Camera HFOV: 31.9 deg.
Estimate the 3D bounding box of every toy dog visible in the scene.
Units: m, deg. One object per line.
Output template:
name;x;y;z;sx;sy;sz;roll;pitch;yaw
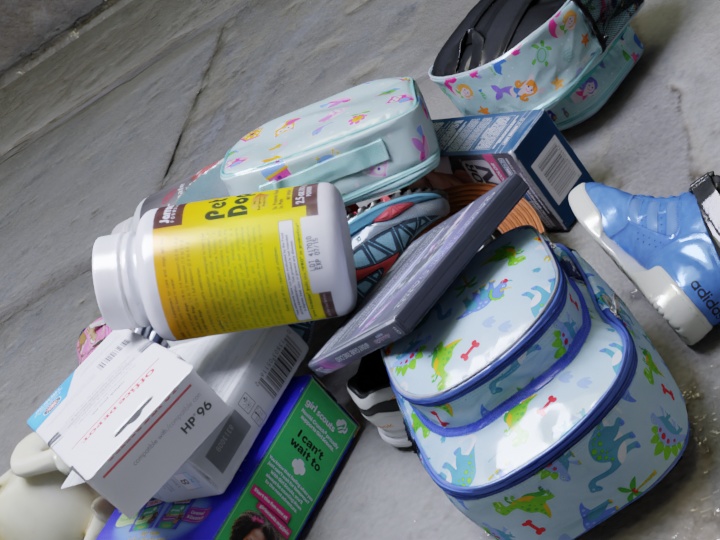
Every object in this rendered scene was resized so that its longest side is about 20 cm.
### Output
toy dog;-0.272;0.208;1.197;0.200;0.140;0.194;-43;-2;-10

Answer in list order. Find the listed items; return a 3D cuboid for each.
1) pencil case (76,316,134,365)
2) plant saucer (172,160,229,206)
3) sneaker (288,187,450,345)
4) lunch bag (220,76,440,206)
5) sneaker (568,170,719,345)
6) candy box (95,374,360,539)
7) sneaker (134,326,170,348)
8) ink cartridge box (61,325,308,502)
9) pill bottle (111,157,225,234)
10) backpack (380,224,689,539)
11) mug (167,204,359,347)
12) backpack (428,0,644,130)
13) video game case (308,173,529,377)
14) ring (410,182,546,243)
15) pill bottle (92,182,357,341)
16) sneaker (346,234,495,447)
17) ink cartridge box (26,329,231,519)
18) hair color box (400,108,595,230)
pencil case;-0.264;0.121;1.349;0.083;0.087;0.200;-42;25;8
plant saucer;-0.108;-0.044;1.331;0.201;0.201;0.039;-35;54;7
sneaker;0.000;0.000;1.109;0.200;0.096;0.079;-31;2;-4
lunch bag;-0.029;-0.101;1.141;0.200;0.077;0.160;-21;21;6
sneaker;0.241;-0.036;0.958;0.111;0.077;0.200;-41;29;8
candy box;-0.118;0.190;1.063;0.169;0.077;0.200;-13;37;44
sneaker;-0.151;0.048;1.294;0.200;0.109;0.070;-46;26;-12
ink cartridge box;-0.153;0.127;1.080;0.200;0.047;0.160;-19;31;45
pill bottle;-0.206;-0.055;1.535;0.200;0.111;0.111;-23;30;29
backpack;0.111;0.081;0.864;0.183;0.147;0.200;-38;29;7
mug;-0.102;-0.008;1.223;0.177;0.134;0.200;35;43;23
backpack;0.173;-0.219;1.264;0.177;0.151;0.200;-7;33;51
video game case;0.037;0.009;0.929;0.143;0.019;0.200;-49;6;-22
ring;0.072;0.007;1.101;0.200;0.019;0.201;-20;51;27
pill bottle;-0.108;-0.004;1.011;0.200;0.109;0.109;-9;31;4
sneaker;0.055;0.041;1.024;0.074;0.080;0.200;6;65;42
ink cartridge box;-0.180;0.119;0.988;0.116;0.068;0.200;-48;23;-14
hair color box;0.115;-0.092;1.190;0.061;0.100;0.200;-51;28;-22
